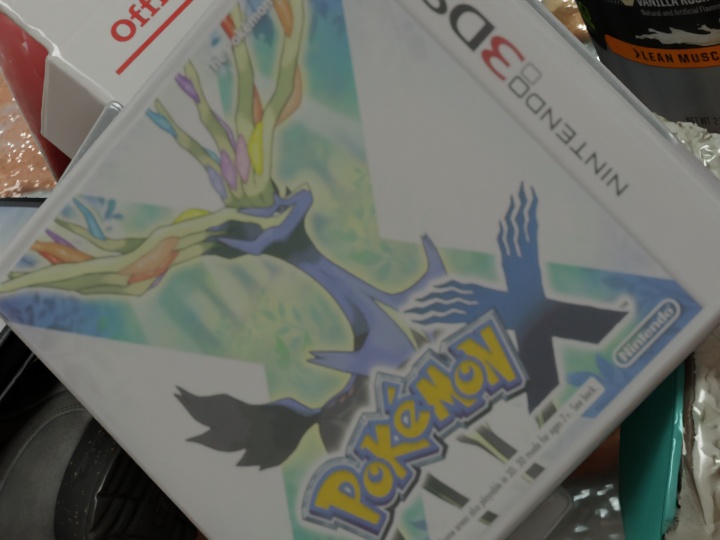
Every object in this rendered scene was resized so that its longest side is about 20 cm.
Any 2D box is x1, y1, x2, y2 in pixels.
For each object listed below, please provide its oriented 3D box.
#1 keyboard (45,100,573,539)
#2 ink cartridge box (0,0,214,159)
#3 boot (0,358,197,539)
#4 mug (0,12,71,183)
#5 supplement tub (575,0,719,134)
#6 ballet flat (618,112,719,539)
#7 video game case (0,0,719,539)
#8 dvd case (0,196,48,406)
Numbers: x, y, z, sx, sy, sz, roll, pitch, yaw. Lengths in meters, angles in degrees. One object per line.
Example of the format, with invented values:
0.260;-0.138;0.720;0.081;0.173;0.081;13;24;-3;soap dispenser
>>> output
-0.022;0.028;0.814;0.056;0.200;0.011;-53;-10;20;keyboard
-0.029;-0.062;0.870;0.200;0.067;0.116;39;68;8;ink cartridge box
-0.097;0.035;0.924;0.131;0.070;0.200;-4;38;39;boot
-0.039;-0.099;0.999;0.200;0.134;0.178;-25;62;-2;mug
0.117;-0.153;0.888;0.122;0.200;0.123;-17;40;15;supplement tub
0.116;0.019;0.818;0.072;0.072;0.200;-16;43;15;ballet flat
0.000;0.000;0.783;0.200;0.182;0.022;-48;-9;20;video game case
-0.172;0.055;0.917;0.200;0.018;0.143;-55;23;-16;dvd case
